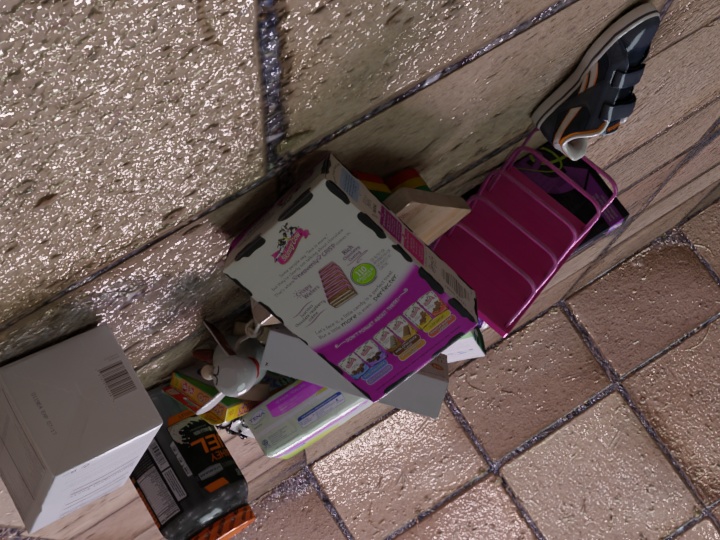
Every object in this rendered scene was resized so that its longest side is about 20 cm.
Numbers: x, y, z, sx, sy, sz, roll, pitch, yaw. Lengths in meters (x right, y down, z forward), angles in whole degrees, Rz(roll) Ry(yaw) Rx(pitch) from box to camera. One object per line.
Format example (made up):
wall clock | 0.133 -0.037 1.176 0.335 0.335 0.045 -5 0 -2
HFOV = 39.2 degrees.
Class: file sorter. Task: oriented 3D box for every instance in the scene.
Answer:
file sorter | 0.192 -0.054 1.203 0.200 0.139 0.125 -47 173 -28

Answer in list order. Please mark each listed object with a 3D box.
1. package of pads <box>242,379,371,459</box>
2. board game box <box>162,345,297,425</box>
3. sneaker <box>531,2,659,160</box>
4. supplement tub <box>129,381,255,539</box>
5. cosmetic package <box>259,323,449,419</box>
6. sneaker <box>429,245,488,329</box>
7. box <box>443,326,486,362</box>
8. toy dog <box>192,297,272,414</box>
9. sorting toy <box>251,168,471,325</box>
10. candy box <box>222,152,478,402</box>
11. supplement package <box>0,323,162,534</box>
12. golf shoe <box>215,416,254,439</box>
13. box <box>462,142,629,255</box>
package of pads | -0.054 0.166 1.245 0.154 0.068 0.200 -33 171 -5
board game box | -0.149 0.139 1.282 0.200 0.095 0.030 -20 130 -52
sneaker | 0.275 -0.202 1.117 0.078 0.080 0.200 -23 162 -37
supplement tub | -0.221 0.250 1.261 0.122 0.200 0.123 -32 168 -8
cosmetic package | -0.004 0.099 1.110 0.083 0.199 0.051 -79 -174 -71
sneaker | 0.111 0.006 1.331 0.083 0.081 0.200 -32 125 -2
box | 0.078 0.092 1.288 0.144 0.036 0.200 -12 165 9
toy dog | -0.154 0.101 1.139 0.096 0.132 0.200 5 160 2
sorting toy | -0.007 -0.033 1.055 0.200 0.070 0.199 -39 167 19
candy box | -0.007 0.010 0.928 0.136 0.200 0.061 -39 -159 22
supplement package | -0.281 0.156 0.968 0.109 0.114 0.200 -24 165 -33
golf shoe | -0.178 0.198 1.424 0.200 0.095 0.078 -18 161 -46
box | 0.229 -0.073 1.325 0.200 0.143 0.036 -33 165 -7
